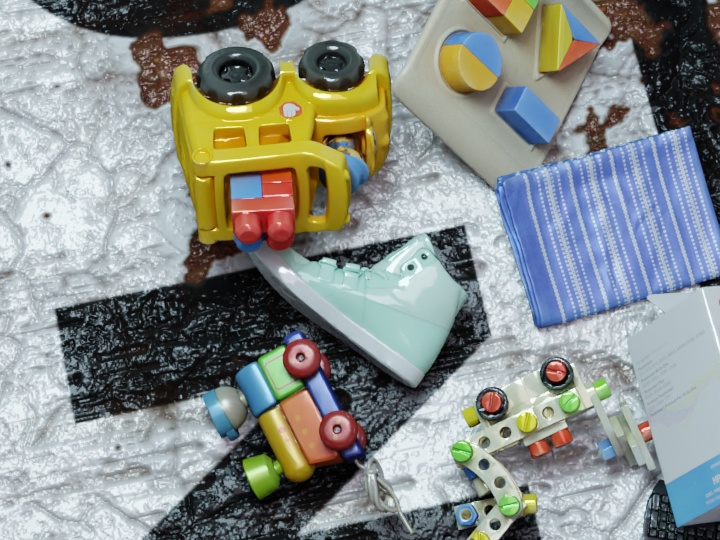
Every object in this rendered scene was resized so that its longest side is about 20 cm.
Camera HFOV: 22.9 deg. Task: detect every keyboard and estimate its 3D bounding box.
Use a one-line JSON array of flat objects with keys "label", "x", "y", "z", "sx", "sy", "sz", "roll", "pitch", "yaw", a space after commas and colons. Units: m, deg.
[{"label": "keyboard", "x": 0.344, "y": 0.260, "z": 1.561, "sx": 0.198, "sy": 0.021, "sz": 0.128, "roll": 10, "pitch": 74, "yaw": 1}]

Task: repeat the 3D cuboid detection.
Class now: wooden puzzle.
[{"label": "wooden puzzle", "x": 0.140, "y": -0.194, "z": 1.617, "sx": 0.185, "sy": 0.046, "sz": 0.201, "roll": 39, "pitch": 74, "yaw": -33}]

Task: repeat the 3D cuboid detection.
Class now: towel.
[{"label": "towel", "x": 0.232, "y": -0.041, "z": 1.628, "sx": 0.198, "sy": 0.024, "sz": 0.146, "roll": -16, "pitch": 86, "yaw": -8}]

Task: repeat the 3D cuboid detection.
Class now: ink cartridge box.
[{"label": "ink cartridge box", "x": 0.328, "y": 0.101, "z": 1.529, "sx": 0.127, "sy": 0.125, "sz": 0.202, "roll": -3, "pitch": 69, "yaw": -27}]

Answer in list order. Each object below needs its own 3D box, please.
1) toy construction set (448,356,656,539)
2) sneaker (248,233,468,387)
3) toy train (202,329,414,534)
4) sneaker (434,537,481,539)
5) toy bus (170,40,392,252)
[{"label": "toy construction set", "x": 0.161, "y": 0.154, "z": 1.545, "sx": 0.198, "sy": 0.092, "sz": 0.132, "roll": -22, "pitch": 76, "yaw": -9}, {"label": "sneaker", "x": 0.000, "y": 0.000, "z": 1.589, "sx": 0.200, "sy": 0.074, "sz": 0.119, "roll": 36, "pitch": 82, "yaw": -3}, {"label": "toy train", "x": -0.049, "y": 0.165, "z": 1.542, "sx": 0.115, "sy": 0.085, "sz": 0.201, "roll": -28, "pitch": 77, "yaw": 1}, {"label": "sneaker", "x": 0.120, "y": 0.287, "z": 1.485, "sx": 0.198, "sy": 0.070, "sz": 0.090, "roll": 13, "pitch": 36, "yaw": -13}, {"label": "toy bus", "x": -0.061, "y": -0.092, "z": 1.548, "sx": 0.198, "sy": 0.136, "sz": 0.193, "roll": -6, "pitch": 45, "yaw": -6}]
